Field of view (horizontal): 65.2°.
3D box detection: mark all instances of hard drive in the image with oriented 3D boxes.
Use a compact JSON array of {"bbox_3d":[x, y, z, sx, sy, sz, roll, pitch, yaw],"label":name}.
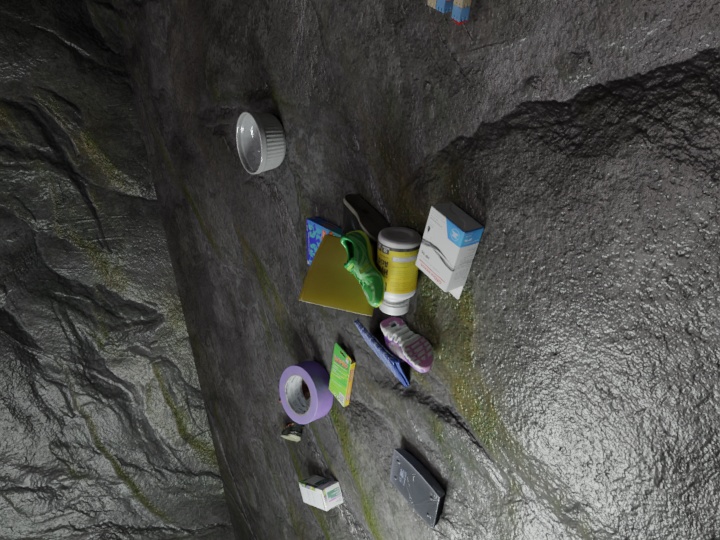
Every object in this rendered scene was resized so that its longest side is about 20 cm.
[{"bbox_3d":[0.161,0.612,1.605,0.199,0.041,0.139,37,131,44],"label":"hard drive"}]

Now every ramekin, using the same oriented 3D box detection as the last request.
[{"bbox_3d":[-0.333,-0.434,1.899,0.198,0.103,0.206,26,122,49],"label":"ramekin"}]

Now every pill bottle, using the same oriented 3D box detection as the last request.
[{"bbox_3d":[0.092,0.003,1.421,0.110,0.109,0.206,31,127,46],"label":"pill bottle"}]

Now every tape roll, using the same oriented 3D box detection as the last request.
[{"bbox_3d":[-0.192,0.427,1.982,0.196,0.084,0.207,7,100,40],"label":"tape roll"}]

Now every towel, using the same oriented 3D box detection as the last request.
[{"bbox_3d":[0.061,0.229,1.579,0.200,0.024,0.146,45,168,39],"label":"towel"}]

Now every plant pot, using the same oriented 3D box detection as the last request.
[{"bbox_3d":[-0.045,0.004,1.519,0.200,0.194,0.182,-42,-37,-87],"label":"plant pot"}]

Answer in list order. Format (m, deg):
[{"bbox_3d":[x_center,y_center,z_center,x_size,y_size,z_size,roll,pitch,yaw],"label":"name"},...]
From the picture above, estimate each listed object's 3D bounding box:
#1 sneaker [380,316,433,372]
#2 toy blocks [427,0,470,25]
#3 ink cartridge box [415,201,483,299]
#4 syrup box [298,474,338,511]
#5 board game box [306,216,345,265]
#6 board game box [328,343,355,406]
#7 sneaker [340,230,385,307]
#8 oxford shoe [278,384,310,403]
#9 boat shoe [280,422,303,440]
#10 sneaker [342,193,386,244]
[{"bbox_3d":[0.124,0.210,1.490,0.200,0.079,0.091,43,142,46],"label":"sneaker"},{"bbox_3d":[0.174,-0.582,1.113,0.200,0.098,0.139,48,149,35],"label":"toy blocks"},{"bbox_3d":[0.195,-0.037,1.290,0.116,0.066,0.204,44,136,39],"label":"ink cartridge box"},{"bbox_3d":[-0.150,0.835,2.121,0.198,0.077,0.084,-19,86,57],"label":"syrup box"},{"bbox_3d":[-0.099,-0.066,1.740,0.198,0.044,0.157,27,123,48],"label":"board game box"},{"bbox_3d":[-0.061,0.341,1.852,0.095,0.029,0.205,41,136,41],"label":"board game box"},{"bbox_3d":[0.000,0.000,1.385,0.074,0.082,0.205,-44,61,50],"label":"sneaker"},{"bbox_3d":[-0.233,0.487,2.148,0.075,0.071,0.198,47,144,-15],"label":"oxford shoe"},{"bbox_3d":[-0.272,0.645,2.253,0.201,0.072,0.065,134,152,-63],"label":"boat shoe"},{"bbox_3d":[0.010,-0.113,1.546,0.201,0.073,0.108,56,148,42],"label":"sneaker"}]
